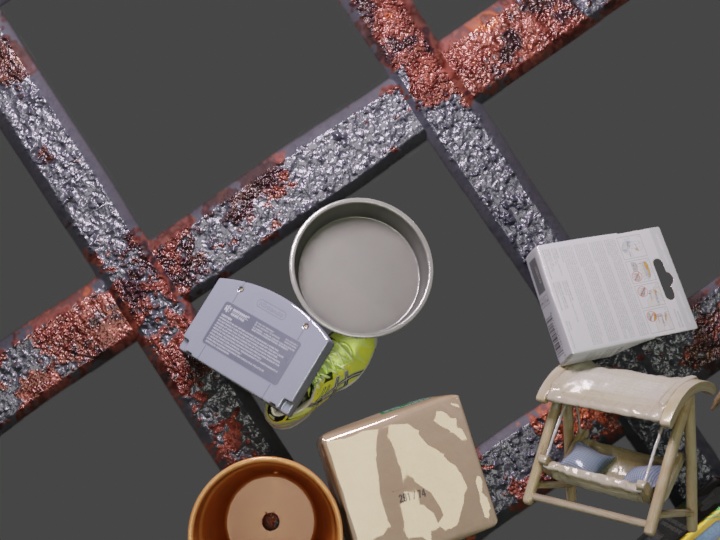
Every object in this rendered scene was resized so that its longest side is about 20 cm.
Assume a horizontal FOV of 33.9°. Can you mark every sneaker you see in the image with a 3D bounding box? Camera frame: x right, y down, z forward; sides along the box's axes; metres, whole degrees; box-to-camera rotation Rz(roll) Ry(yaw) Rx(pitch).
[{"bbox_3d":[-0.050,0.144,1.613,0.075,0.076,0.200,43,85,3],"label":"sneaker"}]

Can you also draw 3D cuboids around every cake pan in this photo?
[{"bbox_3d":[0.000,0.000,1.619,0.198,0.037,0.202,2,71,-7],"label":"cake pan"}]

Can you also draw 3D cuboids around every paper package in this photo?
[{"bbox_3d":[0.058,0.281,1.582,0.198,0.103,0.192,-17,87,-10],"label":"paper package"}]

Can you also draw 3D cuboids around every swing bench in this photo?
[{"bbox_3d":[0.337,0.224,1.545,0.198,0.129,0.202,5,87,42],"label":"swing bench"}]

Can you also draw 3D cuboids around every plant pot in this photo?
[{"bbox_3d":[-0.123,0.342,1.568,0.198,0.140,0.202,0,87,-2],"label":"plant pot"}]

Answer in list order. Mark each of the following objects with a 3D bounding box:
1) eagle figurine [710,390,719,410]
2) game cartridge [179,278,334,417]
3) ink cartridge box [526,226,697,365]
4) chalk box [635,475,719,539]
[{"bbox_3d":[0.605,0.159,1.606,0.198,0.152,0.152,22,66,5],"label":"eagle figurine"},{"bbox_3d":[-0.137,0.095,1.594,0.199,0.040,0.134,28,84,27],"label":"game cartridge"},{"bbox_3d":[0.345,0.033,1.633,0.198,0.057,0.164,-8,69,-22],"label":"ink cartridge box"},{"bbox_3d":[0.456,0.392,1.588,0.200,0.124,0.124,-39,88,-2],"label":"chalk box"}]
